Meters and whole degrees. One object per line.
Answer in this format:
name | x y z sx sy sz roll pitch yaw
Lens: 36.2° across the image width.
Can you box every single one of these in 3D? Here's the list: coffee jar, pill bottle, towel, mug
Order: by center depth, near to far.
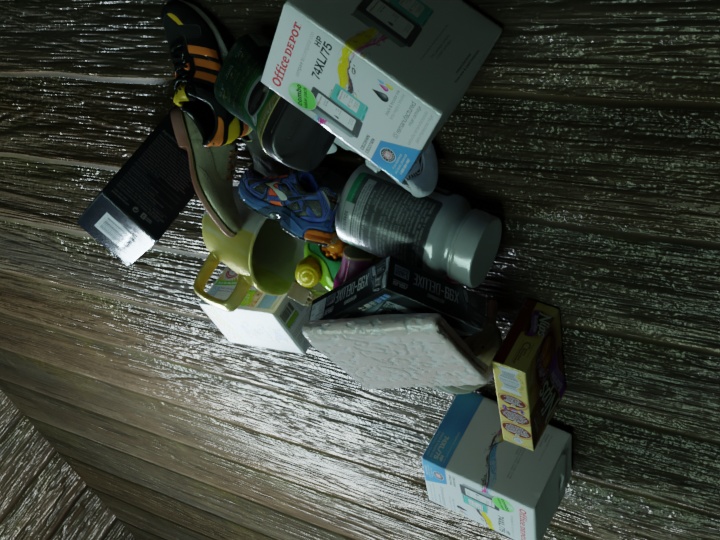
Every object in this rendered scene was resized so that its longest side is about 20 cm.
coffee jar | -0.099 -0.204 1.337 0.085 0.105 0.200 18 -160 -39
pill bottle | 0.076 -0.058 1.432 0.198 0.114 0.114 23 149 23
towel | 0.050 0.107 1.455 0.197 0.033 0.191 -6 151 29
mug | -0.174 -0.050 1.657 0.152 0.186 0.151 23 131 37

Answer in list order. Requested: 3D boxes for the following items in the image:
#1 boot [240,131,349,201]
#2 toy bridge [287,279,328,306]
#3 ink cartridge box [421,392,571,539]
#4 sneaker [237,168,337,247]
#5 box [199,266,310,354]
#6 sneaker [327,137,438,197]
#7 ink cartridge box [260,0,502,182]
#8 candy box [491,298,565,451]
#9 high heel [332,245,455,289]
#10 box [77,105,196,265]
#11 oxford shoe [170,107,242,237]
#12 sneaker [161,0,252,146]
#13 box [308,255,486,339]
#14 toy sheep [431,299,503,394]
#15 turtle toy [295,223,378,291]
boot | -0.105 -0.169 1.512 0.198 0.070 0.175 13 143 34
toy bridge | -0.047 0.028 1.658 0.067 0.028 0.200 29 -167 10
ink cartridge box | 0.223 0.317 1.772 0.198 0.147 0.148 20 148 25
sneaker | -0.091 -0.099 1.472 0.075 0.079 0.199 18 -170 -47
box | -0.157 0.056 1.845 0.198 0.113 0.102 4 140 44
sneaker | 0.009 -0.167 1.388 0.200 0.075 0.114 49 149 -12
ink cartridge box | 0.019 -0.235 1.200 0.199 0.147 0.147 35 151 2
candy box | 0.240 0.151 1.557 0.056 0.117 0.201 17 146 27
high heel | 0.061 0.017 1.519 0.197 0.068 0.097 -1 129 -16
box | -0.309 -0.129 1.649 0.107 0.201 0.148 40 151 -13
oxford shoe | -0.204 -0.148 1.570 0.071 0.073 0.203 -38 -74 -81
sneaker | -0.215 -0.256 1.433 0.070 0.090 0.202 -23 97 48
box | 0.045 0.059 1.454 0.156 0.050 0.199 24 150 -26
toy sheep | 0.137 0.112 1.583 0.138 0.139 0.200 41 153 -11
turtle toy | 0.000 0.000 1.594 0.199 0.146 0.101 39 111 -7
